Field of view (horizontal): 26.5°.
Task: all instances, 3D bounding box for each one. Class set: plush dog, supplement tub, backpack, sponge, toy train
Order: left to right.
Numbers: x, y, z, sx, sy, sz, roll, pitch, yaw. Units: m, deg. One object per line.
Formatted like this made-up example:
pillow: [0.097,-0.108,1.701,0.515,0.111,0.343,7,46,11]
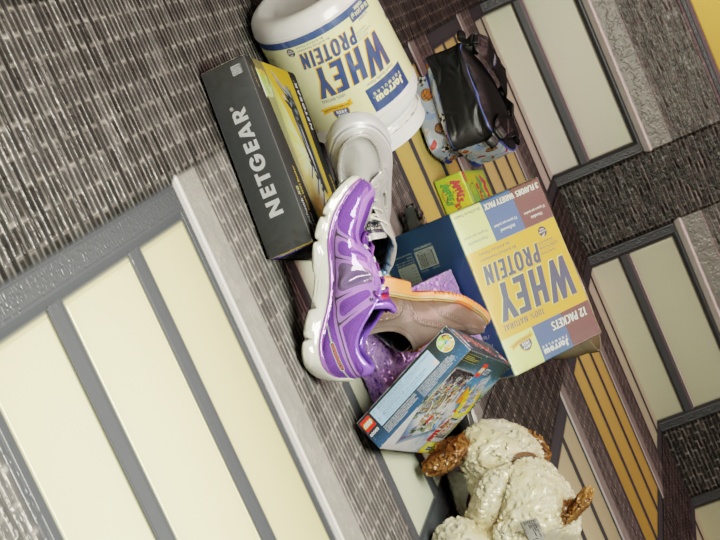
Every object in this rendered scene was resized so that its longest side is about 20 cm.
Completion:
supplement tub: [-0.022,-0.237,1.767,0.201,0.144,0.145,59,17,-28]
sponge: [0.063,0.075,1.700,0.200,0.030,0.112,-22,89,-51]
toy train: [0.086,-0.005,2.026,0.046,0.034,0.201,54,21,-52]
backpack: [0.175,-0.253,2.459,0.190,0.153,0.201,20,55,-59]
plush dog: [0.166,0.235,1.678,0.199,0.161,0.172,8,39,-40]

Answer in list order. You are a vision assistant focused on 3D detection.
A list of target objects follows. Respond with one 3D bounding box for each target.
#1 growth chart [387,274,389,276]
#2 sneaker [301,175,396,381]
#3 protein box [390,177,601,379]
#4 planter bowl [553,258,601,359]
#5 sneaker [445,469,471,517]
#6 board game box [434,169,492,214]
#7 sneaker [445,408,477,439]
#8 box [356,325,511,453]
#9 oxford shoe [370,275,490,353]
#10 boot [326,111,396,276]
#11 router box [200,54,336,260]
growth chart: [0.000,0.000,1.758,0.146,0.018,0.200,67,16,-7]
sneaker: [-0.002,0.009,1.492,0.081,0.083,0.202,23,72,-74]
protein box: [0.153,0.021,1.855,0.198,0.134,0.201,-22,-89,64]
planter bowl: [0.282,0.057,2.425,0.201,0.134,0.201,57,19,-32]
sneaker: [0.174,0.284,1.826,0.200,0.084,0.077,44,29,-55]
board game box: [0.176,-0.106,2.452,0.102,0.047,0.200,68,15,1]
sneaker: [0.084,0.137,1.760,0.091,0.066,0.201,-76,143,-69]
box: [0.082,0.130,1.619,0.038,0.137,0.200,43,6,18]
oxford shoe: [0.060,0.055,1.641,0.199,0.071,0.073,13,78,-38]
boot: [0.011,-0.076,1.650,0.200,0.073,0.096,77,-1,-55]
router box: [-0.080,-0.111,1.566,0.201,0.052,0.157,69,15,5]
